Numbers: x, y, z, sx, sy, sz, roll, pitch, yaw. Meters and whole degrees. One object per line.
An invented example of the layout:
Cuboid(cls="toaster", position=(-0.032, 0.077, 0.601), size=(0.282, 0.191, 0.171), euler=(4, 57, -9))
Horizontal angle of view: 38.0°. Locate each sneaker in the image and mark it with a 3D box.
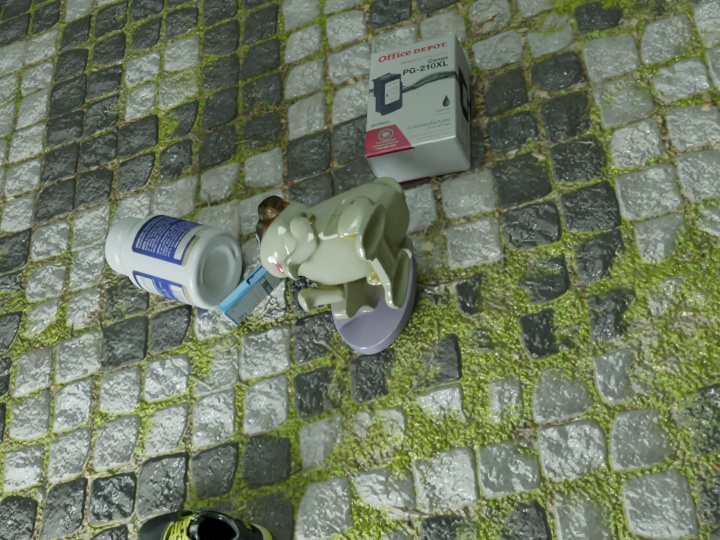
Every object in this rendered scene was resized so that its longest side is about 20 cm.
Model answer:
Cuboid(cls="sneaker", position=(-0.212, 0.338, 1.358), size=(0.197, 0.085, 0.076), euler=(-4, 57, 23))

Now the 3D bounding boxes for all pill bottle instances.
Cuboid(cls="pill bottle", position=(-0.289, -0.020, 1.598), size=(0.197, 0.120, 0.121), euler=(15, 67, 31))

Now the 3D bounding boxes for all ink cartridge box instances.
Cuboid(cls="ink cartridge box", position=(0.088, -0.244, 1.579), size=(0.142, 0.085, 0.203), euler=(-9, 57, 19))

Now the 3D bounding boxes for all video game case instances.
Cuboid(cls="video game case", position=(-0.119, -0.005, 1.500), size=(0.200, 0.143, 0.018), euler=(-45, 82, -6))

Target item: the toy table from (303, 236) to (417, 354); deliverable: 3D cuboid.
Cuboid(cls="toy table", position=(0.000, 0.000, 1.450), size=(0.181, 0.117, 0.203), euler=(-18, 55, 15))

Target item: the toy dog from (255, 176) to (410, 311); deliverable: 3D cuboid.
Cuboid(cls="toy dog", position=(-0.046, -0.047, 1.343), size=(0.197, 0.140, 0.197), euler=(-3, 60, 26))
